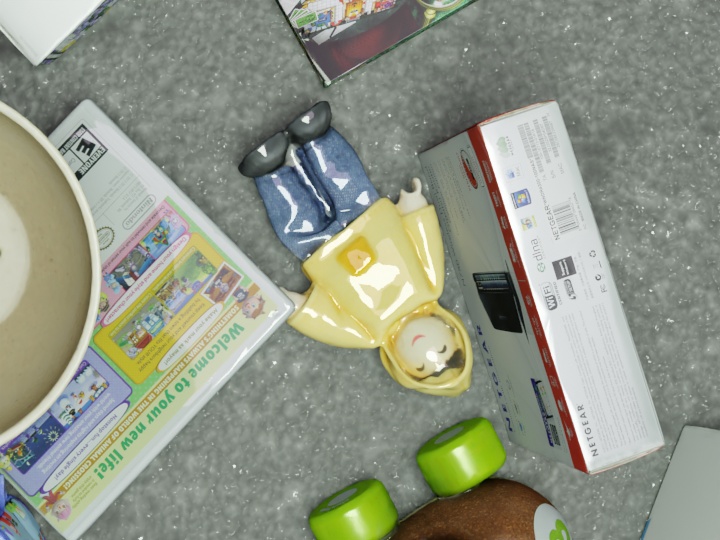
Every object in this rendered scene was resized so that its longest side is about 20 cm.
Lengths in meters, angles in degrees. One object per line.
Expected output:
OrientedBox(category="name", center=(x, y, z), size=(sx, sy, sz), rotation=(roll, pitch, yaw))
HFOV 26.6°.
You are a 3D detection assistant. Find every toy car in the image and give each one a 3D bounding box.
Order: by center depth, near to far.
OrientedBox(category="toy car", center=(0.070, 0.196, 0.894), size=(0.157, 0.200, 0.166), rotation=(-29, 93, -7))

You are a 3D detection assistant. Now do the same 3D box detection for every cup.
OrientedBox(category="cup", center=(-0.239, -0.004, 0.844), size=(0.198, 0.143, 0.203), rotation=(-1, 95, -6))

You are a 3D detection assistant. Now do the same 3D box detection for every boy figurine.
OrientedBox(category="boy figurine", center=(0.000, 0.000, 0.956), size=(0.124, 0.064, 0.201), rotation=(-32, 90, -8))

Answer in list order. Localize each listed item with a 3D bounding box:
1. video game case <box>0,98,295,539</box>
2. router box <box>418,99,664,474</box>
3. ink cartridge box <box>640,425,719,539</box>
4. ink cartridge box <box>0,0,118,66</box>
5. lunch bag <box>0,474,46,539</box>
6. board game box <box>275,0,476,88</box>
OrientedBox(category="video game case", center=(-0.171, 0.030, 0.931), size=(0.182, 0.022, 0.200), rotation=(44, 90, 1))
OrientedBox(category="router box", center=(0.103, 0.011, 0.912), size=(0.048, 0.179, 0.202), rotation=(-18, 91, -8))
OrientedBox(category="ink cartridge box", center=(0.288, 0.206, 0.953), size=(0.198, 0.146, 0.148), rotation=(24, 86, -7))
OrientedBox(category="ink cartridge box", center=(-0.157, -0.231, 0.922), size=(0.200, 0.050, 0.109), rotation=(-42, 96, 6))
OrientedBox(category="lunch bag", center=(-0.192, 0.217, 0.881), size=(0.093, 0.151, 0.202), rotation=(-11, 91, -8))
OrientedBox(category="board game box", center=(0.036, -0.212, 0.984), size=(0.199, 0.023, 0.106), rotation=(-30, 91, -7))
